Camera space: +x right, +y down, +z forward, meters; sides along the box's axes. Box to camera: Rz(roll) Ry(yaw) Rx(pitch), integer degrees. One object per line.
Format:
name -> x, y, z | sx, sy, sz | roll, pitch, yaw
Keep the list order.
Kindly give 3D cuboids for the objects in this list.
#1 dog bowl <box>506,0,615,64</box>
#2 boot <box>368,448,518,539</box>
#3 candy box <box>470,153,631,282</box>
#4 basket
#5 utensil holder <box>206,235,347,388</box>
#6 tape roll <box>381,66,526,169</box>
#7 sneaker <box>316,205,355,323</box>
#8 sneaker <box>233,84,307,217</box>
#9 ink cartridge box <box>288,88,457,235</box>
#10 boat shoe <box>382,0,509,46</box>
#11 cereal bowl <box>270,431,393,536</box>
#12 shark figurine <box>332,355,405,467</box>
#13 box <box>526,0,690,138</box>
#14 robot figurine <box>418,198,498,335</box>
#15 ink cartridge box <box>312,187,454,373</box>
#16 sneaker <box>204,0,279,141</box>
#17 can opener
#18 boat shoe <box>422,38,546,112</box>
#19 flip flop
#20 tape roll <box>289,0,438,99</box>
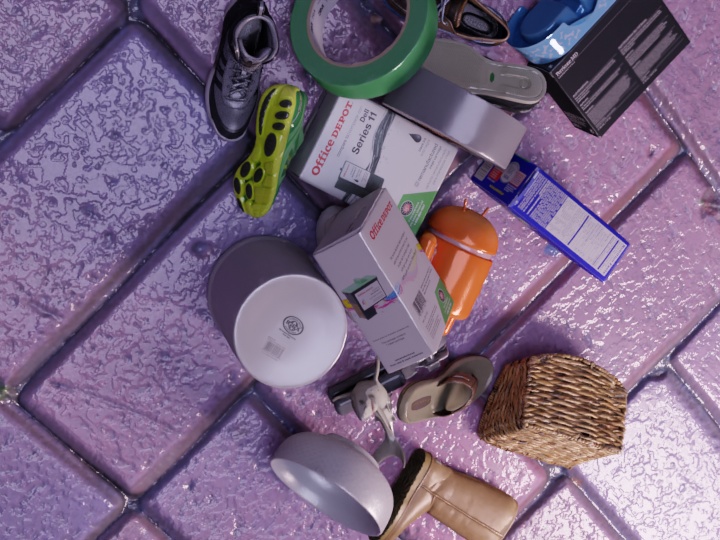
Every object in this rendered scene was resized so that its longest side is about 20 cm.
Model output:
dog bowl -> 0.298, -0.379, 1.653 | 0.200, 0.111, 0.050 | -46, 125, -1
boot -> 0.133, 0.397, 1.825 | 0.199, 0.066, 0.176 | 34, 93, -22
candy box -> 0.278, -0.087, 1.686 | 0.199, 0.169, 0.077 | 36, 96, -22
basket -> 0.305, 0.217, 1.830 | 0.198, 0.149, 0.145 | 17, 66, -19
utensil holder -> -0.116, 0.054, 1.591 | 0.168, 0.200, 0.172 | -4, 105, -16
tape roll -> 0.129, -0.214, 1.592 | 0.199, 0.200, 0.067 | 26, 95, -21
sneaker -> 0.000, 0.000, 1.664 | 0.077, 0.099, 0.202 | -27, 110, -7
sneaker -> -0.116, -0.162, 1.598 | 0.083, 0.074, 0.202 | -16, 135, -54
ink cartridge box -> 0.016, -0.159, 1.636 | 0.198, 0.083, 0.148 | 25, 96, -20
boat shoe -> 0.125, -0.372, 1.618 | 0.198, 0.072, 0.073 | 14, 101, -18
cereal bowl -> -0.031, 0.301, 1.693 | 0.200, 0.199, 0.084 | 45, 66, -21
shark figurine -> 0.006, 0.205, 1.693 | 0.088, 0.130, 0.215 | -8, 147, 11
box -> 0.366, -0.322, 1.695 | 0.200, 0.079, 0.141 | -46, 121, -1
robot figurine -> 0.132, -0.008, 1.694 | 0.142, 0.117, 0.202 | 22, 98, -14
ink cartridge box -> 0.035, 0.011, 1.560 | 0.083, 0.145, 0.201 | -24, 108, 26
sneaker -> -0.159, -0.269, 1.541 | 0.074, 0.114, 0.203 | 8, 102, -17
can opener -> 0.041, 0.145, 1.734 | 0.198, 0.053, 0.067 | -26, 129, -8
boat shoe -> 0.165, -0.276, 1.658 | 0.198, 0.068, 0.073 | 18, 78, -3
flip flop -> 0.137, 0.187, 1.749 | 0.199, 0.057, 0.082 | -15, 110, -42
tape roll -> 0.004, -0.332, 1.539 | 0.201, 0.200, 0.048 | -50, 154, 1
